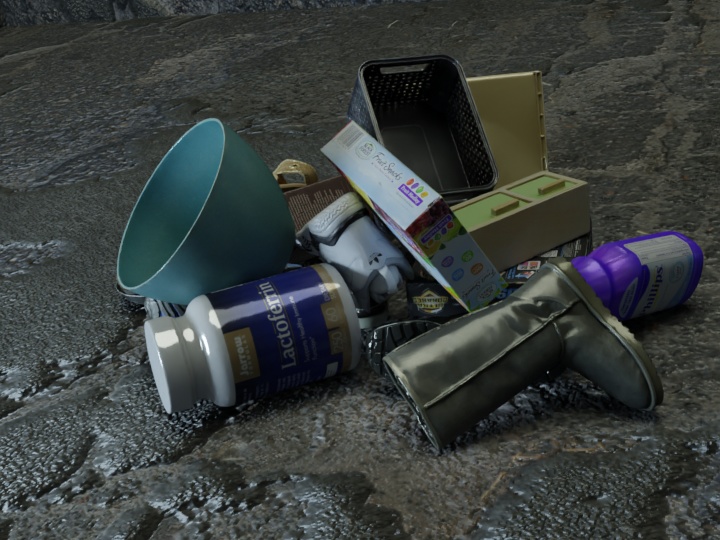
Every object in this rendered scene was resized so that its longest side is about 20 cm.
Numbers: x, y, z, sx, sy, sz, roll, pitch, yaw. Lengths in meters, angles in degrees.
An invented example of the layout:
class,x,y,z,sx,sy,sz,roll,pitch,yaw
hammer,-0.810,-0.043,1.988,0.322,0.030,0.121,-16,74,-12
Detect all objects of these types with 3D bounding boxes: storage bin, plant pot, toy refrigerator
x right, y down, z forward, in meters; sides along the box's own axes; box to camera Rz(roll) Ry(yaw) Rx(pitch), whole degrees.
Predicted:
class,x,y,z,sx,sy,sz,roll,pitch,yaw
storage bin,0.151,-0.163,1.451,0.199,0.199,0.094,-4,6,6
storage bin,0.072,-0.154,1.311,0.135,0.094,0.200,-8,65,-16
plant pot,-0.149,-0.042,1.148,0.135,0.200,0.200,30,6,-28
toy refrigerator,0.165,-0.053,1.224,0.200,0.070,0.076,-22,27,-29

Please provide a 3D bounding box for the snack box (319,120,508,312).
class,x,y,z,sx,sy,sz,roll,pitch,yaw
snack box,0.051,-0.056,1.086,0.053,0.142,0.200,-43,38,1

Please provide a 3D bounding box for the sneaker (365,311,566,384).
class,x,y,z,sx,sy,sz,roll,pitch,yaw
sneaker,0.105,0.076,1.077,0.199,0.076,0.088,1,14,1

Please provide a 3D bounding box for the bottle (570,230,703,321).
class,x,y,z,sx,sy,sz,roll,pitch,yaw
bottle,0.268,0.011,1.111,0.200,0.084,0.065,-10,35,-35

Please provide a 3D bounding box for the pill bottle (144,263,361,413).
class,x,y,z,sx,sy,sz,roll,pitch,yaw
pill bottle,-0.109,0.070,1.078,0.199,0.116,0.116,-16,24,-18

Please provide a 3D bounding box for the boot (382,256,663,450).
class,x,y,z,sx,sy,sz,roll,pitch,yaw
boot,0.147,0.099,0.973,0.200,0.073,0.182,-32,68,-19

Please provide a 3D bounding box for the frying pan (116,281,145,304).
class,x,y,z,sx,sy,sz,roll,pitch,yaw
frying pan,-0.249,-0.002,1.391,0.115,0.031,0.190,-7,23,7

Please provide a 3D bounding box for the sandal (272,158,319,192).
class,x,y,z,sx,sy,sz,roll,pitch,yaw
sandal,-0.084,-0.113,1.417,0.211,0.078,0.070,-6,58,-43

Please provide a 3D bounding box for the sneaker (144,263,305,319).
class,x,y,z,sx,sy,sz,roll,pitch,yaw
sneaker,-0.152,0.032,1.257,0.199,0.076,0.078,-6,11,-14

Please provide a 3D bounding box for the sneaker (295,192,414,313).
class,x,y,z,sx,sy,sz,roll,pitch,yaw
sneaker,-0.009,-0.015,1.155,0.075,0.115,0.200,-37,2,-9

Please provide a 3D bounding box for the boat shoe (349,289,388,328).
class,x,y,z,sx,sy,sz,roll,pitch,yaw
boat shoe,0.000,0.000,1.278,0.071,0.061,0.201,-8,23,-2

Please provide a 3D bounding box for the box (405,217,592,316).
class,x,y,z,sx,sy,sz,roll,pitch,yaw
box,0.169,-0.009,1.266,0.198,0.050,0.200,-2,24,15

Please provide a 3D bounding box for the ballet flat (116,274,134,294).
class,x,y,z,sx,sy,sz,roll,pitch,yaw
ballet flat,-0.235,-0.046,1.355,0.067,0.046,0.200,8,43,43

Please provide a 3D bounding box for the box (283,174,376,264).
class,x,y,z,sx,sy,sz,roll,pitch,yaw
box,-0.065,-0.059,1.346,0.200,0.075,0.100,-21,-11,-23
